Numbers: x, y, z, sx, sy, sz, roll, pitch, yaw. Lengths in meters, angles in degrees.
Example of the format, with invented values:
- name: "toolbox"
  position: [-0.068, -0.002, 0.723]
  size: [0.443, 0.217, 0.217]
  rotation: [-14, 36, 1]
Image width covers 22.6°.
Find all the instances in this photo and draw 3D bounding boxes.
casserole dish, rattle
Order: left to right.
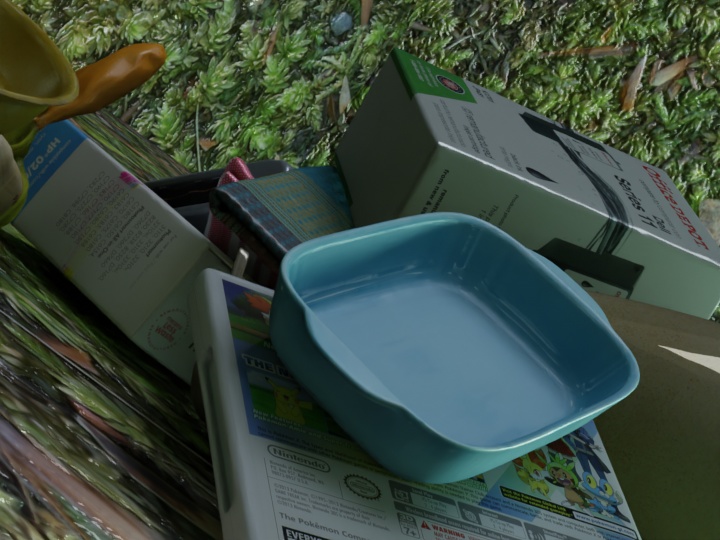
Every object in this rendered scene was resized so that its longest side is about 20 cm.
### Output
- name: "rattle"
  position: [-0.225, -0.127, 0.921]
  size: [0.200, 0.143, 0.130]
  rotation: [39, -1, 13]
- name: "casserole dish"
  position: [0.037, 0.033, 0.746]
  size: [0.121, 0.039, 0.200]
  rotation: [45, 30, 19]

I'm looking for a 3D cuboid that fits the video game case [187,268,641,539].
- name: "video game case"
  position: [0.030, 0.090, 0.712]
  size: [0.200, 0.022, 0.182]
  rotation: [20, 30, -25]

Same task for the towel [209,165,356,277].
- name: "towel"
  position: [0.000, 0.000, 0.983]
  size: [0.147, 0.022, 0.200]
  rotation: [44, 16, 7]

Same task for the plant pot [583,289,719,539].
- name: "plant pot"
  position: [0.174, 0.101, 0.944]
  size: [0.200, 0.188, 0.187]
  rotation: [33, 1, 1]

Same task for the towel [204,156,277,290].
- name: "towel"
  position: [-0.025, 0.040, 1.050]
  size: [0.200, 0.030, 0.146]
  rotation: [51, -22, 13]

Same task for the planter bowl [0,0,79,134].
- name: "planter bowl"
  position: [-0.229, -0.099, 0.780]
  size: [0.200, 0.084, 0.200]
  rotation: [34, 14, -10]

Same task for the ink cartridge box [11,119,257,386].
- name: "ink cartridge box"
  position: [-0.110, 0.005, 1.002]
  size: [0.200, 0.068, 0.115]
  rotation: [39, -3, 36]

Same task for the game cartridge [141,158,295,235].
- name: "game cartridge"
  position: [-0.079, -0.014, 1.166]
  size: [0.200, 0.042, 0.133]
  rotation: [-7, -30, 41]

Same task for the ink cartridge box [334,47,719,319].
- name: "ink cartridge box"
  position: [0.097, -0.032, 1.033]
  size: [0.200, 0.083, 0.147]
  rotation: [22, 22, -20]

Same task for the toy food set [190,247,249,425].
- name: "toy food set"
  position: [0.009, 0.076, 0.861]
  size: [0.200, 0.060, 0.144]
  rotation: [34, -23, 1]
